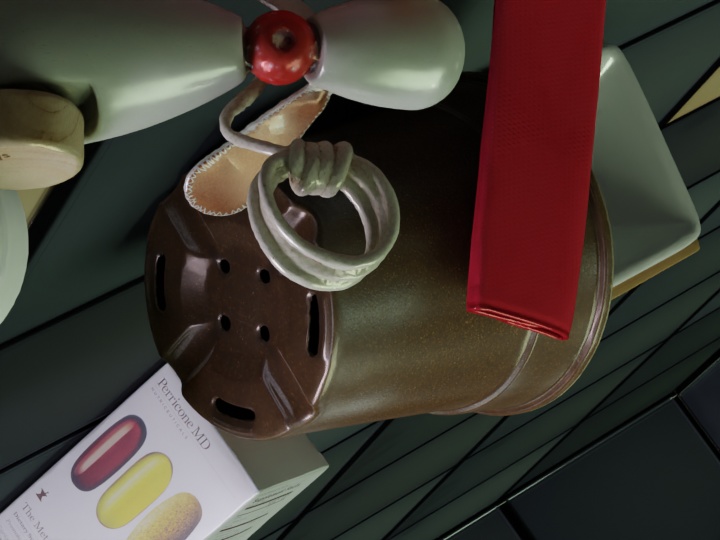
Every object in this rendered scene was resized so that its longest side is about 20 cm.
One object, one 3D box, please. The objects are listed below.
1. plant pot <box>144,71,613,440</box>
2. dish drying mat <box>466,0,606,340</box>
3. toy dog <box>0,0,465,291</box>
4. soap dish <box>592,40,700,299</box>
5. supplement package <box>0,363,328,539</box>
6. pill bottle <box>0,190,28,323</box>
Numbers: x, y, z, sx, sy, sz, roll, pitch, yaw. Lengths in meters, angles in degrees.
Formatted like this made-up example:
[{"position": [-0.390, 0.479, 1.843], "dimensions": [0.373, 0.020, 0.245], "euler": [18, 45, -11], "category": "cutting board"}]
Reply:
[{"position": [0.000, 0.000, 1.413], "dimensions": [0.198, 0.201, 0.200], "euler": [-12, 155, -44], "category": "plant pot"}, {"position": [0.093, -0.068, 1.371], "dimensions": [0.077, 0.201, 0.018], "euler": [16, 163, -34], "category": "dish drying mat"}, {"position": [-0.072, -0.069, 0.945], "dimensions": [0.096, 0.199, 0.132], "euler": [140, -31, -70], "category": "toy dog"}, {"position": [0.107, -0.045, 1.612], "dimensions": [0.200, 0.158, 0.081], "euler": [-27, -178, -37], "category": "soap dish"}, {"position": [-0.142, 0.157, 1.765], "dimensions": [0.200, 0.114, 0.109], "euler": [-42, 168, 23], "category": "supplement package"}, {"position": [-0.202, -0.012, 0.923], "dimensions": [0.116, 0.116, 0.200], "euler": [-38, 169, 12], "category": "pill bottle"}]
